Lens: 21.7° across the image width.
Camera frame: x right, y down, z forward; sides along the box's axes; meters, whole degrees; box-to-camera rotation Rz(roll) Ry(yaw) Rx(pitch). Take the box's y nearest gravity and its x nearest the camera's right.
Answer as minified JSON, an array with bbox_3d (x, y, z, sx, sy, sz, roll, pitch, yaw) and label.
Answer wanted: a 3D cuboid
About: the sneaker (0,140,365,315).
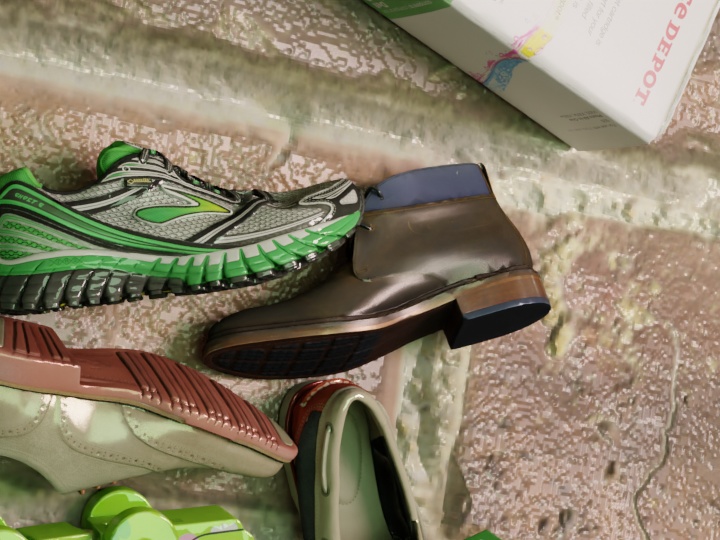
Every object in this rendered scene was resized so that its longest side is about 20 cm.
[{"bbox_3d":[-0.095,-0.029,0.968,0.200,0.078,0.085,-6,88,-12],"label":"sneaker"}]

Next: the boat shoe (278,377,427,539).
[{"bbox_3d":[0.007,0.156,1.046,0.071,0.063,0.200,-19,100,-28],"label":"boat shoe"}]

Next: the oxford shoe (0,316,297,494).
[{"bbox_3d":[-0.130,0.082,0.982,0.200,0.071,0.074,19,102,-23],"label":"oxford shoe"}]

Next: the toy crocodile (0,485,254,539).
[{"bbox_3d":[-0.152,0.150,0.961,0.200,0.068,0.062,-5,97,-25],"label":"toy crocodile"}]

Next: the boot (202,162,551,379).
[{"bbox_3d":[0.000,0.000,1.055,0.200,0.075,0.097,-9,69,-18],"label":"boot"}]

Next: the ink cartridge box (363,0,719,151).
[{"bbox_3d":[0.105,-0.180,1.085,0.200,0.087,0.145,31,77,-22],"label":"ink cartridge box"}]

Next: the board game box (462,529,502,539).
[{"bbox_3d":[0.027,0.260,1.033,0.153,0.040,0.200,-19,118,-27],"label":"board game box"}]
